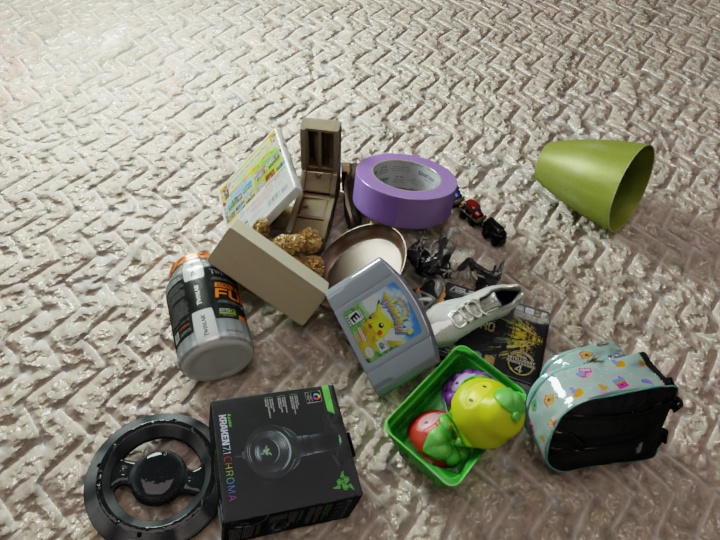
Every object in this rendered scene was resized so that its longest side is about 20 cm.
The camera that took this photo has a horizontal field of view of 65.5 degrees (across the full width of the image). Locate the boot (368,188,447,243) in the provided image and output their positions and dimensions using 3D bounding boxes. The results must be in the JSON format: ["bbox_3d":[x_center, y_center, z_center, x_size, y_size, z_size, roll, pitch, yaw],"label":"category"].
[{"bbox_3d":[0.106,-0.109,1.147,0.143,0.071,0.201,13,45,14],"label":"boot"}]

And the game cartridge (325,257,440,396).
[{"bbox_3d":[0.040,0.085,0.914,0.133,0.040,0.200,-32,73,9],"label":"game cartridge"}]

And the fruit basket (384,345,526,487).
[{"bbox_3d":[0.153,0.207,0.821,0.155,0.216,0.215,37,58,23],"label":"fruit basket"}]

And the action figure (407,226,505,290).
[{"bbox_3d":[0.166,-0.026,1.064,0.199,0.119,0.102,18,86,3],"label":"action figure"}]

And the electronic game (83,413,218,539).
[{"bbox_3d":[-0.293,0.302,0.813,0.199,0.042,0.201,7,48,-8],"label":"electronic game"}]

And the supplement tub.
[{"bbox_3d":[-0.260,0.073,0.947,0.122,0.123,0.200,-15,54,-15],"label":"supplement tub"}]

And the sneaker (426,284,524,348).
[{"bbox_3d":[0.186,0.065,0.939,0.199,0.087,0.075,-25,80,-18],"label":"sneaker"}]

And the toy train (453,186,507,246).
[{"bbox_3d":[0.235,-0.126,1.189,0.034,0.046,0.200,-29,59,-24],"label":"toy train"}]

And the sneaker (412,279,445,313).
[{"bbox_3d":[0.075,0.070,0.988,0.200,0.078,0.077,-40,90,-29],"label":"sneaker"}]

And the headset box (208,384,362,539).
[{"bbox_3d":[-0.107,0.271,0.803,0.199,0.093,0.175,-3,50,-20],"label":"headset box"}]

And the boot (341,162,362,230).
[{"bbox_3d":[0.011,-0.163,1.186,0.096,0.075,0.201,-4,50,-3],"label":"boot"}]

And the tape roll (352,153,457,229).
[{"bbox_3d":[0.086,-0.160,1.101,0.199,0.066,0.200,6,34,-4],"label":"tape roll"}]

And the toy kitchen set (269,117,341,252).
[{"bbox_3d":[-0.134,-0.174,1.115,0.162,0.181,0.200,7,47,3],"label":"toy kitchen set"}]

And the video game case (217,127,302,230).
[{"bbox_3d":[-0.206,-0.157,1.113,0.023,0.200,0.182,23,36,-44],"label":"video game case"}]

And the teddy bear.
[{"bbox_3d":[-0.165,-0.022,1.038,0.199,0.146,0.067,11,10,-1],"label":"teddy bear"}]

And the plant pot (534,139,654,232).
[{"bbox_3d":[0.487,-0.204,1.205,0.200,0.188,0.187,29,54,37],"label":"plant pot"}]

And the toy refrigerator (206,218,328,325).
[{"bbox_3d":[-0.158,0.002,0.978,0.200,0.076,0.070,35,16,-12],"label":"toy refrigerator"}]

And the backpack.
[{"bbox_3d":[0.348,0.210,0.851,0.199,0.176,0.153,-12,37,-15],"label":"backpack"}]

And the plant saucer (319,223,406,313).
[{"bbox_3d":[0.000,0.000,1.035,0.200,0.032,0.201,-19,48,22],"label":"plant saucer"}]

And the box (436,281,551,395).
[{"bbox_3d":[0.224,0.119,0.992,0.199,0.049,0.161,18,50,12],"label":"box"}]
